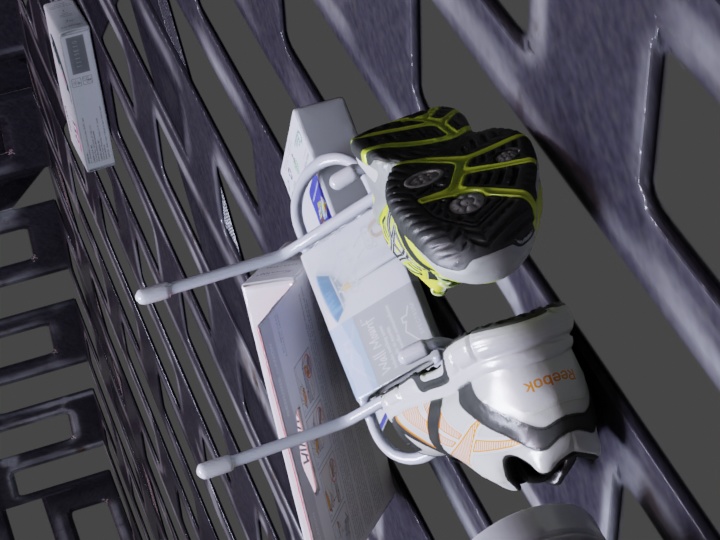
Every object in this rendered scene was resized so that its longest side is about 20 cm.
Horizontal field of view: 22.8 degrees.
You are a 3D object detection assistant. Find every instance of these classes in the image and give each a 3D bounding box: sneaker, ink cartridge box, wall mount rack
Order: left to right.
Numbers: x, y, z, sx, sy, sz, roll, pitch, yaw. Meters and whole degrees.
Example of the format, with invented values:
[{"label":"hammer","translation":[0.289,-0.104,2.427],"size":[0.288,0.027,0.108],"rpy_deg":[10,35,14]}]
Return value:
[{"label":"ink cartridge box","translation":[-0.365,-0.253,2.271],"size":[0.174,0.044,0.200],"rpy_deg":[-126,24,-51]},{"label":"ink cartridge box","translation":[-0.036,0.098,1.190],"size":[0.176,0.045,0.200],"rpy_deg":[-50,-50,-65]},{"label":"wall mount rack","translation":[-0.031,0.030,1.046],"size":[0.075,0.174,0.200],"rpy_deg":[10,-126,-56]},{"label":"ink cartridge box","translation":[0.000,0.000,1.130],"size":[0.099,0.039,0.200],"rpy_deg":[112,142,-68]},{"label":"sneaker","translation":[0.050,-0.025,0.862],"size":[0.200,0.075,0.076],"rpy_deg":[-115,5,-72]},{"label":"sneaker","translation":[0.064,0.078,0.898],"size":[0.200,0.074,0.080],"rpy_deg":[127,124,-73]}]

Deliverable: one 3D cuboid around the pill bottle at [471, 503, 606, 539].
[{"label":"pill bottle","translation":[0.110,0.201,0.768],"size":[0.113,0.112,0.200],"rpy_deg":[89,160,-46]}]
